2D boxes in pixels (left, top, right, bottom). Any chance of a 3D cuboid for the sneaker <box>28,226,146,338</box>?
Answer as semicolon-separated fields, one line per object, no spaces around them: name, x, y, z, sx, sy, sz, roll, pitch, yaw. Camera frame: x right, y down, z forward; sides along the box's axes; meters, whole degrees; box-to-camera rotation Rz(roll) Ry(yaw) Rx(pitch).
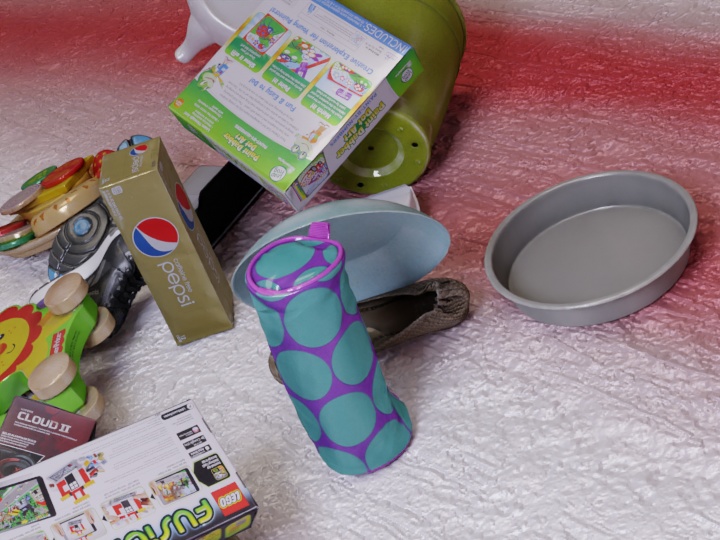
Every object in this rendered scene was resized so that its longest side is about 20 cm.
sneaker;-0.255;0.025;1.487;0.199;0.076;0.088;-37;52;15

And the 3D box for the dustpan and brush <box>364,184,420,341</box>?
dustpan and brush;0.000;0.000;1.403;0.138;0.058;0.201;-19;26;9

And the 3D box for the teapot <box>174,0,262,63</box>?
teapot;-0.146;-0.382;1.937;0.197;0.200;0.146;6;-8;-7

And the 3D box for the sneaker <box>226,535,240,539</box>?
sneaker;-0.125;0.256;1.075;0.076;0.089;0.201;-16;33;11

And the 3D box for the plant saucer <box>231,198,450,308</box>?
plant saucer;-0.020;-0.020;1.259;0.199;0.201;0.039;-18;66;9

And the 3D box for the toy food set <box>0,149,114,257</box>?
toy food set;-0.365;-0.081;1.706;0.196;0.049;0.201;-20;25;27

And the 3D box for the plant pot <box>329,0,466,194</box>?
plant pot;0.015;-0.195;1.553;0.198;0.201;0.194;-11;47;18

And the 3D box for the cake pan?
cake pan;0.212;-0.019;1.299;0.198;0.037;0.201;-17;33;11

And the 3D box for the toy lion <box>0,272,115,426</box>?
toy lion;-0.339;0.099;1.390;0.190;0.069;0.201;-26;34;13

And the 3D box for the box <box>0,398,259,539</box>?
box;-0.188;0.182;1.072;0.198;0.035;0.110;-20;61;-31

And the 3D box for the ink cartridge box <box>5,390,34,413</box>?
ink cartridge box;-0.344;0.213;1.318;0.199;0.047;0.197;-35;34;-21

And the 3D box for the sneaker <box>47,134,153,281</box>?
sneaker;-0.275;-0.052;1.603;0.073;0.082;0.201;27;73;20

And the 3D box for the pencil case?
pencil case;-0.024;0.068;1.173;0.084;0.202;0.092;9;42;40

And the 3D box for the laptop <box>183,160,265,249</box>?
laptop;-0.178;-0.101;1.587;0.198;0.117;0.188;5;42;36

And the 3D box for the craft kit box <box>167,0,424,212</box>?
craft kit box;-0.069;-0.187;1.459;0.198;0.049;0.199;-47;55;-9

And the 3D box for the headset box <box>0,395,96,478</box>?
headset box;-0.274;0.212;1.142;0.074;0.149;0.201;17;49;-2

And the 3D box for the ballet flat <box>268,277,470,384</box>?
ballet flat;0.007;0.053;1.302;0.198;0.046;0.068;-19;70;3

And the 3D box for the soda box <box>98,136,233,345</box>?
soda box;-0.190;-0.026;1.410;0.063;0.201;0.068;-18;33;7
